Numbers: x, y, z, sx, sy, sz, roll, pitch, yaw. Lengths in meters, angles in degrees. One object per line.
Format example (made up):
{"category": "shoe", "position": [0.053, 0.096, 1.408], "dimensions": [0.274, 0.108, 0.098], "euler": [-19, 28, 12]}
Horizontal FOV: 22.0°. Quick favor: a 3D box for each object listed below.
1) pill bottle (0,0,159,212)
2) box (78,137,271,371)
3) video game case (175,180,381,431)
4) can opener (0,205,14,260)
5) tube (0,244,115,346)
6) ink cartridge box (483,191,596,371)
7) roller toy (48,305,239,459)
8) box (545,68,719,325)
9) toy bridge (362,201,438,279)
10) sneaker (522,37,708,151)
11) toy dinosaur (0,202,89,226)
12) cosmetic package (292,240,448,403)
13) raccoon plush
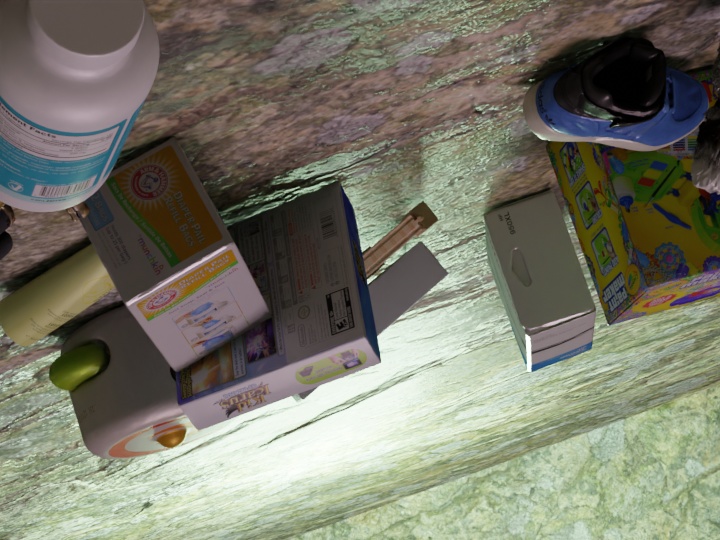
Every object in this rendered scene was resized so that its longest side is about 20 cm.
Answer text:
{"category": "pill bottle", "position": [-0.191, -0.122, 1.178], "dimensions": [0.110, 0.112, 0.200], "euler": [-11, 163, -23]}
{"category": "box", "position": [-0.157, -0.010, 1.558], "dimensions": [0.101, 0.113, 0.200], "euler": [-30, 162, -4]}
{"category": "video game case", "position": [-0.082, 0.030, 1.682], "dimensions": [0.180, 0.201, 0.046], "euler": [-20, 135, 10]}
{"category": "can opener", "position": [-0.309, 0.012, 1.416], "dimensions": [0.200, 0.066, 0.054], "euler": [-54, 158, -55]}
{"category": "tube", "position": [-0.244, 0.003, 1.684], "dimensions": [0.199, 0.052, 0.058], "euler": [-31, -160, 22]}
{"category": "ink cartridge box", "position": [0.197, 0.015, 2.041], "dimensions": [0.084, 0.146, 0.200], "euler": [-19, 165, 1]}
{"category": "roller toy", "position": [-0.210, 0.117, 1.940], "dimensions": [0.199, 0.141, 0.183], "euler": [-19, 165, 0]}
{"category": "box", "position": [0.311, -0.075, 1.764], "dimensions": [0.199, 0.194, 0.122], "euler": [-13, 164, -16]}
{"category": "toy bridge", "position": [0.000, 0.000, 1.893], "dimensions": [0.200, 0.027, 0.067], "euler": [-42, 178, 36]}
{"category": "sneaker", "position": [0.252, -0.156, 1.633], "dimensions": [0.199, 0.077, 0.111], "euler": [-1, 168, -31]}
{"category": "toy dinosaur", "position": [-0.294, -0.073, 1.374], "dimensions": [0.101, 0.058, 0.200], "euler": [-43, 143, 17]}
{"category": "cosmetic package", "position": [-0.003, 0.057, 1.955], "dimensions": [0.200, 0.052, 0.151], "euler": [-41, -179, -7]}
{"category": "raccoon plush", "position": [0.328, -0.167, 1.518], "dimensions": [0.096, 0.202, 0.134], "euler": [11, 172, 17]}
